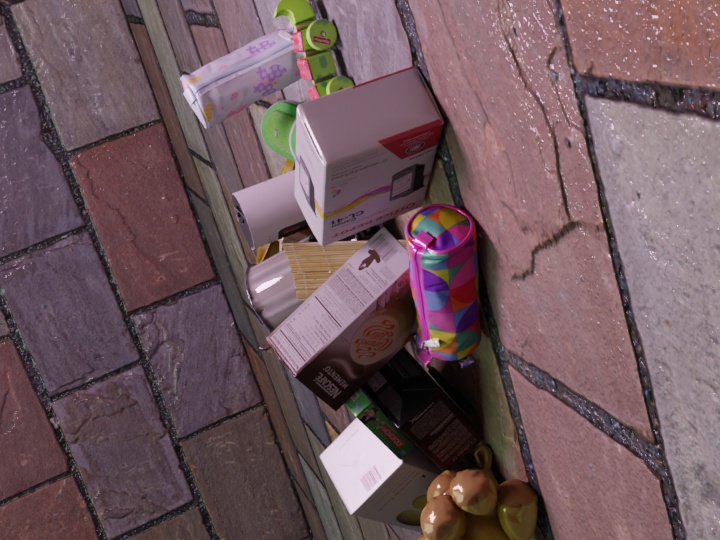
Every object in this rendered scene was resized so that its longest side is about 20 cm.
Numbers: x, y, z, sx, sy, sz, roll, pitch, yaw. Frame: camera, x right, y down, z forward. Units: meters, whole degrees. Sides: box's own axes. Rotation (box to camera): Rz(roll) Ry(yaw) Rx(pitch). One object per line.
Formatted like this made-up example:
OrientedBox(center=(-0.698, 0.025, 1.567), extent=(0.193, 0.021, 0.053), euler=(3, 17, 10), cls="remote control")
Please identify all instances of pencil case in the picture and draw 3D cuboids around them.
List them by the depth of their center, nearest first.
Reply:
OrientedBox(center=(0.097, 0.021, 1.269), extent=(0.089, 0.088, 0.201), euler=(54, 160, 45), cls="pencil case")
OrientedBox(center=(-0.150, -0.274, 1.527), extent=(0.084, 0.199, 0.091), euler=(62, 174, -8), cls="pencil case")

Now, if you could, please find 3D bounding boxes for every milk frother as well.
OrientedBox(center=(-0.028, 0.045, 1.560), extent=(0.180, 0.187, 0.202), euler=(14, -128, -64), cls="milk frother")

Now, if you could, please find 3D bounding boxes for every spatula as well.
OrientedBox(center=(0.088, 0.117, 1.479), extent=(0.201, 0.020, 0.056), euler=(52, 162, -2), cls="spatula")

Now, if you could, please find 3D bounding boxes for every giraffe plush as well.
OrientedBox(center=(0.152, 0.315, 1.443), extent=(0.199, 0.173, 0.162), euler=(36, -168, -25), cls="giraffe plush")

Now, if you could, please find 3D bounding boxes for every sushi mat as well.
OrientedBox(center=(0.000, 0.000, 1.443), extent=(0.012, 0.198, 0.097), euler=(-68, -27, -53), cls="sushi mat")

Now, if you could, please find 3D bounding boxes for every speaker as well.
OrientedBox(center=(-0.070, -0.100, 1.471), extent=(0.081, 0.198, 0.082), euler=(159, 90, -76), cls="speaker")
OrientedBox(center=(-0.088, -0.204, 1.629), extent=(0.200, 0.088, 0.089), euler=(35, 145, 66), cls="speaker")

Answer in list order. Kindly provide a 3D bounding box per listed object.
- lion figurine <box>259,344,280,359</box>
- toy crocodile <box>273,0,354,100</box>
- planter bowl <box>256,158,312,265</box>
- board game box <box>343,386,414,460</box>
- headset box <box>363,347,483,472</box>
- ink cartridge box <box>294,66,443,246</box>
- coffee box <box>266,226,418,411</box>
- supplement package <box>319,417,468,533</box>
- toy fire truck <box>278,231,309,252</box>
OrientedBox(center=(-0.064, 0.071, 1.716), extent=(0.073, 0.198, 0.123), euler=(52, -136, -42), cls="lion figurine")
OrientedBox(center=(-0.055, -0.265, 1.450), extent=(0.202, 0.061, 0.067), euler=(71, 166, -13), cls="toy crocodile")
OrientedBox(center=(-0.099, -0.090, 1.769), extent=(0.200, 0.083, 0.203), euler=(-162, 90, -80), cls="planter bowl")
OrientedBox(center=(-0.016, 0.153, 1.461), extent=(0.200, 0.029, 0.135), euler=(48, 178, 43), cls="board game box")
OrientedBox(center=(0.073, 0.175, 1.479), extent=(0.149, 0.075, 0.200), euler=(48, 179, 39), cls="headset box")
OrientedBox(center=(0.005, -0.127, 1.256), extent=(0.200, 0.146, 0.086), euler=(96, 150, -65), cls="ink cartridge box")
OrientedBox(center=(-0.002, 0.061, 1.346), extent=(0.080, 0.200, 0.114), euler=(46, 180, 40), cls="coffee box")
OrientedBox(center=(0.059, 0.290, 1.578), extent=(0.199, 0.114, 0.110), euler=(27, -158, -47), cls="supplement package")
OrientedBox(center=(-0.074, -0.046, 1.679), extent=(0.049, 0.140, 0.202), euler=(-139, 33, -60), cls="toy fire truck")
